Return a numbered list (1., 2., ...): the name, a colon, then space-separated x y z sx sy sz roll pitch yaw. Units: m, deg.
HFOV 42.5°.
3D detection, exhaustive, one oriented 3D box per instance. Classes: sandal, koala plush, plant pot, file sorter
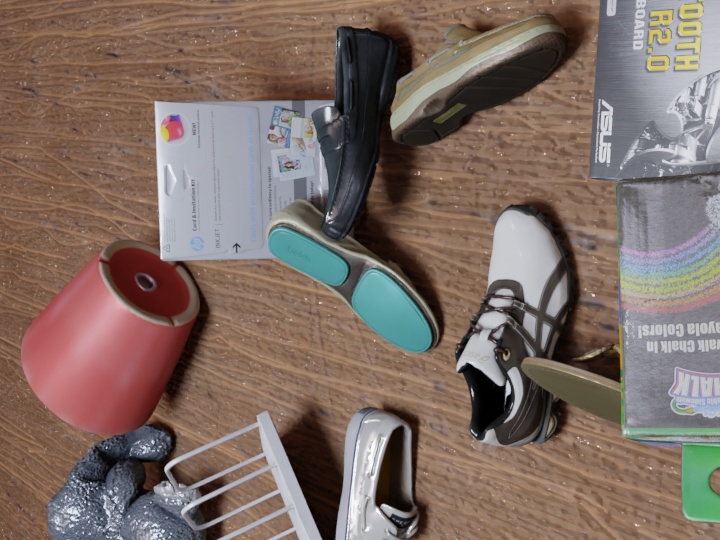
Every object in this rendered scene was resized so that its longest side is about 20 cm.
1. sandal: 0.228 0.082 0.690 0.209 0.078 0.071 19 70 34
2. koala plush: -0.277 0.321 1.187 0.197 0.182 0.182 16 107 32
3. plant pot: -0.306 0.073 1.174 0.178 0.198 0.202 -50 60 28
4. file sorter: -0.112 0.284 0.983 0.139 0.122 0.203 96 150 -65

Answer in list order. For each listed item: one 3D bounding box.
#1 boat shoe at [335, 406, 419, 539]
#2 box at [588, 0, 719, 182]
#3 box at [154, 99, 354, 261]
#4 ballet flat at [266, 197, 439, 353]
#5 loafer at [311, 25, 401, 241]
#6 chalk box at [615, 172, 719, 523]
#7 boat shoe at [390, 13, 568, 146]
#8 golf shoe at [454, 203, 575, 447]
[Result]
1. boat shoe: 0.024 0.241 0.915 0.069 0.070 0.205 5 92 49
2. box: 0.243 -0.160 0.645 0.157 0.048 0.205 12 103 46
3. box: -0.105 -0.092 0.936 0.041 0.195 0.160 -133 41 -83
4. ballet flat: 0.000 0.000 0.898 0.198 0.070 0.070 37 126 -2
5. loafer: -0.015 -0.130 0.868 0.068 0.069 0.205 153 129 -74
6. chalk box: 0.231 0.052 0.577 0.122 0.123 0.205 -3 78 25
7. boat shoe: 0.091 -0.180 0.797 0.198 0.071 0.078 -23 66 46
8. golf shoe: 0.124 0.047 0.764 0.077 0.093 0.205 -2 91 48
